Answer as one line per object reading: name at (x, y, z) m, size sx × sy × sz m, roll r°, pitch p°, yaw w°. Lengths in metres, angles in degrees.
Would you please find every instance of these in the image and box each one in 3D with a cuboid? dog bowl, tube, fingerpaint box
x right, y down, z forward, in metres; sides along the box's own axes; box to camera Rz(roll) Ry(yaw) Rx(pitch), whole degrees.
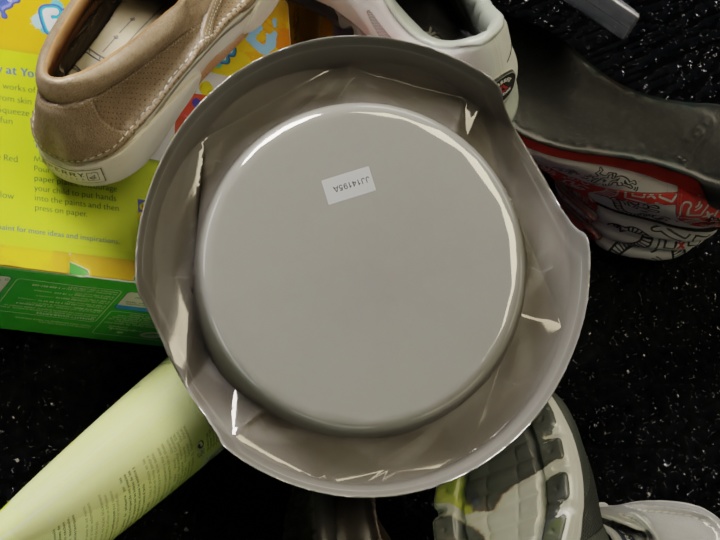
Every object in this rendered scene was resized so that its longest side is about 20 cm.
dog bowl at (0.000, 0.000, 1.047) m, size 0.198 × 0.059 × 0.202 m, roll 0°, pitch 84°, yaw -4°
tube at (-0.119, 0.097, 1.056) m, size 0.200 × 0.052 × 0.058 m, roll -41°, pitch 117°, yaw -39°
fingerpaint box at (-0.132, -0.057, 1.121) m, size 0.199 × 0.073 × 0.168 m, roll 7°, pitch 64°, yaw -26°

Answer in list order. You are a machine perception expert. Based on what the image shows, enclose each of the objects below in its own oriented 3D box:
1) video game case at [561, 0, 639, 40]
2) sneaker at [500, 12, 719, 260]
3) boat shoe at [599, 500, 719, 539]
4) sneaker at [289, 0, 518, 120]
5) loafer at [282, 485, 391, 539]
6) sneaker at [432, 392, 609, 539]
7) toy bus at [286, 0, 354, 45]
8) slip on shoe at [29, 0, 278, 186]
video game case at (0.038, -0.186, 1.174) m, size 0.199 × 0.019 × 0.143 m, roll 30°, pitch 11°, yaw -18°
sneaker at (0.108, -0.063, 1.234) m, size 0.200 × 0.108 × 0.068 m, roll 18°, pitch 63°, yaw -11°
boat shoe at (0.110, 0.144, 1.151) m, size 0.199 × 0.069 × 0.072 m, roll -1°, pitch 66°, yaw -28°
sneaker at (0.005, -0.156, 1.147) m, size 0.200 × 0.089 × 0.074 m, roll 41°, pitch 68°, yaw 19°
loafer at (0.014, 0.177, 1.079) m, size 0.071 × 0.073 × 0.201 m, roll -9°, pitch 80°, yaw -17°
sneaker at (0.088, 0.151, 1.074) m, size 0.084 × 0.074 × 0.202 m, roll 17°, pitch 63°, yaw -55°
toy bus at (-0.004, -0.130, 1.232) m, size 0.078 × 0.065 × 0.201 m, roll 16°, pitch 59°, yaw -22°
slip on shoe at (-0.091, -0.129, 1.082) m, size 0.076 × 0.061 × 0.200 m, roll 17°, pitch 56°, yaw 25°
